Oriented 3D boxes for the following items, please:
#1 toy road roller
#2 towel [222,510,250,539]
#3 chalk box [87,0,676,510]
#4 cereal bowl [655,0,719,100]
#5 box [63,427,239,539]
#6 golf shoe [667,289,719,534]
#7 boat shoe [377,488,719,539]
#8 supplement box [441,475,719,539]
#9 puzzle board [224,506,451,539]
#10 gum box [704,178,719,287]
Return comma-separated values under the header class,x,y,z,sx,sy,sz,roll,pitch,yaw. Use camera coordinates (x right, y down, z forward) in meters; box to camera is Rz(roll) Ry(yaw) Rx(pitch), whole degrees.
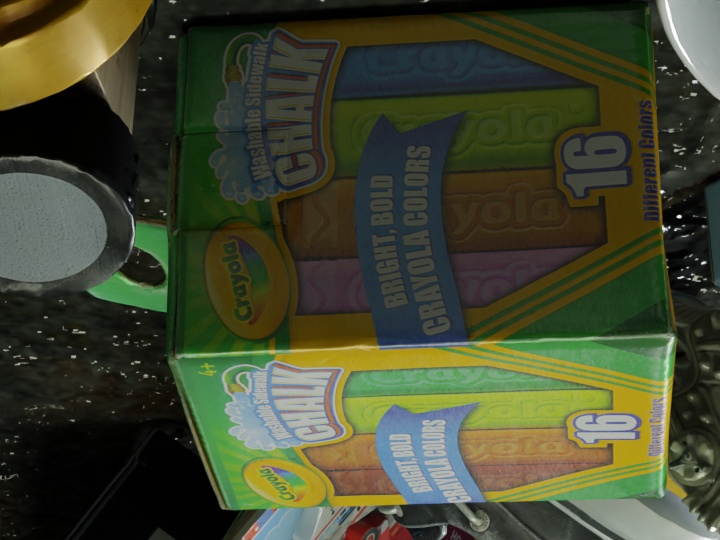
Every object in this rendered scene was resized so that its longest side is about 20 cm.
class,x,y,z,sx,sy,sz,roll,pitch,yaw
toy road roller,-0.150,-0.077,0.615,0.198,0.124,0.147,-8,138,10
towel,-0.003,0.118,0.971,0.023,0.153,0.200,25,164,28
chalk box,0.000,0.000,0.748,0.198,0.125,0.125,-4,152,6
cereal bowl,0.170,-0.112,0.581,0.198,0.084,0.200,0,153,0
box,-0.106,0.190,1.053,0.104,0.148,0.200,34,150,6
golf shoe,0.134,0.049,0.833,0.200,0.079,0.097,36,-175,30
boat shoe,0.033,0.070,0.842,0.199,0.068,0.072,33,-172,4
supplement box,0.103,0.152,0.950,0.130,0.103,0.201,14,106,-30
puzzle board,-0.012,0.125,0.914,0.017,0.200,0.151,28,153,28
gum box,0.252,-0.020,0.799,0.169,0.045,0.199,23,144,-37
